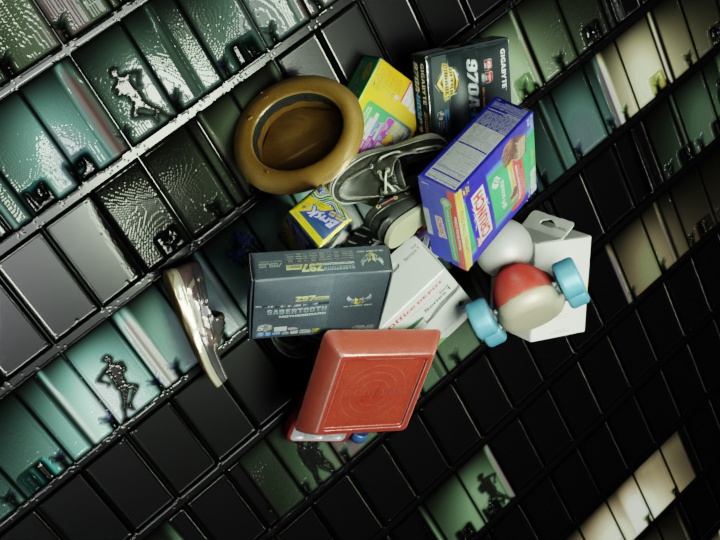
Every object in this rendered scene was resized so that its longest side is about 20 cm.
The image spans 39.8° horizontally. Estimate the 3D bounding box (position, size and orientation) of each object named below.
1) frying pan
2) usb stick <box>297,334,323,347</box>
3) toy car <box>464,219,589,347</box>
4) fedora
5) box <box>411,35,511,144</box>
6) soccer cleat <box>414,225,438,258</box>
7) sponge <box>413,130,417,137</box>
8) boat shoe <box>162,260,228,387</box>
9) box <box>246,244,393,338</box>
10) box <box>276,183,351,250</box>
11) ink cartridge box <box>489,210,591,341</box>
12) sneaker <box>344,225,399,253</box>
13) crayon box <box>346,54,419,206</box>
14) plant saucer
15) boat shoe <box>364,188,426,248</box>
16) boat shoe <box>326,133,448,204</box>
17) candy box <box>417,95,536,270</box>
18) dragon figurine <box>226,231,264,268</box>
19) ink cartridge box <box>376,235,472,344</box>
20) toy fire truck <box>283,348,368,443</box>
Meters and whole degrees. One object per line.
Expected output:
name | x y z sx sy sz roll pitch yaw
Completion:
frying pan | -0.093 0.043 1.578 0.114 0.031 0.192 10 87 -38
usb stick | -0.008 0.123 1.570 0.199 0.056 0.033 25 134 -13
toy car | 0.243 -0.009 1.604 0.183 0.201 0.177 -25 162 11
fedora | -0.084 -0.189 1.462 0.201 0.200 0.082 -54 159 -6
box | 0.163 -0.255 1.563 0.158 0.046 0.202 -17 114 -25
soccer cleat | 0.119 -0.055 1.661 0.199 0.068 0.074 -24 96 -21
sponge | 0.158 -0.166 1.632 0.111 0.030 0.201 -28 100 -22
boat shoe | -0.233 0.080 1.487 0.064 0.072 0.201 -25 110 -16
box | -0.062 0.032 1.414 0.198 0.051 0.158 -4 145 -12
box | -0.071 -0.061 1.458 0.064 0.200 0.070 -41 90 -13
ink cartridge box | 0.313 0.004 1.745 0.124 0.128 0.202 -9 107 -28
sneaker | 0.000 0.000 1.598 0.200 0.073 0.080 -46 140 -22
crayon box | 0.014 -0.217 1.549 0.118 0.058 0.201 29 89 -32
plant saucer | 0.017 0.179 1.523 0.198 0.037 0.201 1 124 -26
boat shoe | 0.090 -0.101 1.530 0.201 0.063 0.074 -29 146 -37
boat shoe | 0.045 -0.150 1.494 0.199 0.064 0.071 -24 117 -2
candy box | 0.181 -0.131 1.499 0.200 0.077 0.170 -46 145 -24
dragon figurine | -0.111 0.011 1.495 0.059 0.199 0.099 -58 162 -5
ink cartridge box | 0.087 0.052 1.592 0.146 0.084 0.200 -43 151 2
toy fire truck | -0.015 0.217 1.643 0.198 0.112 0.169 6 125 -30
